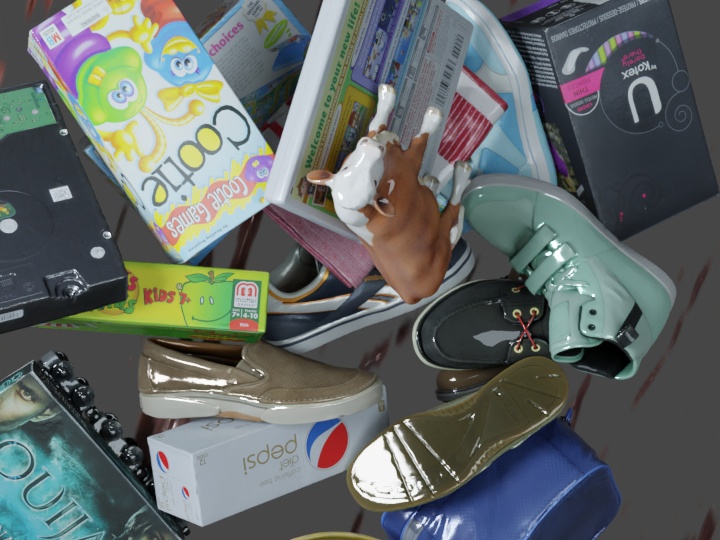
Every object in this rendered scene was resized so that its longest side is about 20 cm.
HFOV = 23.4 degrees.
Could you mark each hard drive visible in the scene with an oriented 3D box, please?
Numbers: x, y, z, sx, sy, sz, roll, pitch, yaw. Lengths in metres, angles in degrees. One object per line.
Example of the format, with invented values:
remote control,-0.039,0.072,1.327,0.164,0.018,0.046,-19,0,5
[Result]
hard drive,-0.267,-0.045,1.278,0.139,0.200,0.038,-16,148,-20

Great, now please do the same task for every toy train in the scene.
toy train,-0.205,0.150,1.420,0.046,0.034,0.200,-38,112,-7

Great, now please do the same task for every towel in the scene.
towel,0.006,-0.105,1.400,0.144,0.023,0.200,42,83,-6

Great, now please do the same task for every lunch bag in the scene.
lunch bag,0.122,0.197,1.504,0.200,0.132,0.136,-44,150,-11

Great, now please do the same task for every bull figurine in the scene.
bull figurine,0.027,-0.058,1.285,0.122,0.065,0.200,-64,153,-24

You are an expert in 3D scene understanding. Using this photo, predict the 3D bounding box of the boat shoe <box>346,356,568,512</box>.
boat shoe,0.083,0.139,1.442,0.200,0.063,0.073,-33,74,0

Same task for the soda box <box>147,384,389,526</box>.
soda box,-0.071,0.144,1.428,0.200,0.068,0.064,-18,108,-36

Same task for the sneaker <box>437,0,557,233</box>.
sneaker,0.079,-0.121,1.459,0.130,0.080,0.200,-29,110,-16

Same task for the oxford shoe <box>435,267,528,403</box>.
oxford shoe,0.134,0.043,1.525,0.200,0.073,0.085,-37,108,-23

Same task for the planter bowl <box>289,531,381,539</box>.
planter bowl,-0.027,0.301,1.487,0.200,0.083,0.201,-1,104,-5

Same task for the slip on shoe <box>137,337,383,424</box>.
slip on shoe,-0.082,0.083,1.404,0.199,0.076,0.061,0,104,12

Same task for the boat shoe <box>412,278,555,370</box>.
boat shoe,0.139,0.042,1.455,0.201,0.063,0.074,-8,95,-26

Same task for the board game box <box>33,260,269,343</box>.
board game box,-0.173,0.022,1.335,0.199,0.102,0.048,5,83,-6

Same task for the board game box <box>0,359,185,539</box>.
board game box,-0.253,0.183,1.392,0.135,0.028,0.200,-36,113,5

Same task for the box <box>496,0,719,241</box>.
box,0.211,-0.139,1.495,0.122,0.106,0.200,-25,110,-16

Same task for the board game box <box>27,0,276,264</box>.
board game box,-0.151,-0.116,1.307,0.105,0.103,0.200,-35,96,-10

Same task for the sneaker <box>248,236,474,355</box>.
sneaker,0.000,0.000,1.450,0.200,0.078,0.080,-24,115,-15

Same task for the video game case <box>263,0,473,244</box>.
video game case,0.011,-0.124,1.321,0.182,0.022,0.200,23,82,-56

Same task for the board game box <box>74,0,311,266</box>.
board game box,-0.111,-0.120,1.403,0.200,0.034,0.134,-45,114,-8

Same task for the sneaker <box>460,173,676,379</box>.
sneaker,0.156,0.006,1.396,0.200,0.074,0.118,32,45,-1
